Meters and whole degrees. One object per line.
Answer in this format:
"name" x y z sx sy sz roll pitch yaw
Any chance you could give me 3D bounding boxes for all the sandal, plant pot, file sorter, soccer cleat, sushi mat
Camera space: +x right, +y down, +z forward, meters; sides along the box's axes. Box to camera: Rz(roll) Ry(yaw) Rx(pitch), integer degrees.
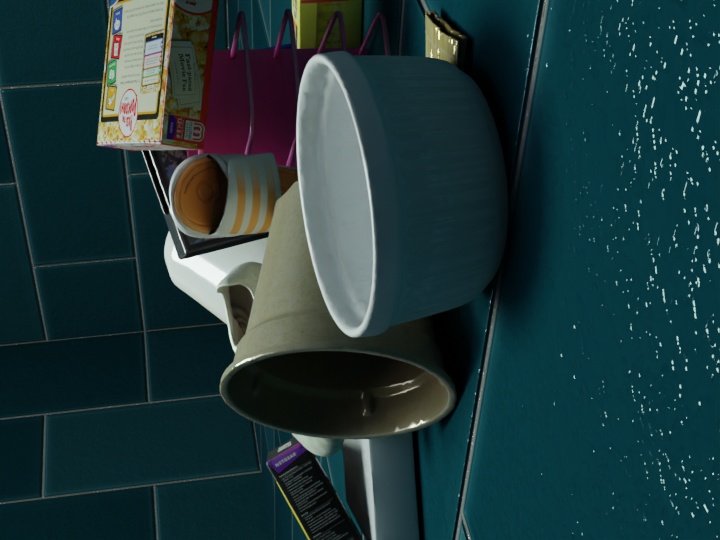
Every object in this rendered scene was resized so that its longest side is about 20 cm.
"sandal" -0.085 -0.076 1.070 0.059 0.205 0.080 -12 84 48
"plant pot" -0.015 0.026 0.988 0.201 0.198 0.185 103 171 -61
"file sorter" -0.071 -0.175 1.115 0.125 0.198 0.141 128 137 -71
"soccer cleat" -0.079 0.090 1.068 0.077 0.069 0.202 -26 -89 -58
"sushi mat" 0.064 -0.096 0.896 0.096 0.012 0.202 -116 22 -60

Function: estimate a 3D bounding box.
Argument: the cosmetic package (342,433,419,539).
"cosmetic package" 0.017 0.203 1.221 0.200 0.051 0.153 -147 51 -78

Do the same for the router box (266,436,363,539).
"router box" -0.047 0.258 1.244 0.150 0.051 0.200 60 173 4

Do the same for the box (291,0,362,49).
"box" -0.038 -0.239 1.252 0.050 0.074 0.202 -112 20 -53

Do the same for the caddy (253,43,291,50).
"caddy" -0.117 -0.204 1.406 0.105 0.198 0.142 58 151 35

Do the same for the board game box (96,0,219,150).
"board game box" -0.189 -0.214 1.053 0.151 0.046 0.203 9 93 55

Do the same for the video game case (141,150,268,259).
"video game case" -0.130 -0.121 1.187 0.025 0.199 0.183 -28 80 54

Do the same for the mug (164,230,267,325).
"mug" -0.142 0.006 1.288 0.149 0.152 0.188 -27 -42 -59

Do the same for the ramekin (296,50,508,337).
"ramekin" 0.028 -0.058 0.813 0.200 0.104 0.203 172 90 -75
